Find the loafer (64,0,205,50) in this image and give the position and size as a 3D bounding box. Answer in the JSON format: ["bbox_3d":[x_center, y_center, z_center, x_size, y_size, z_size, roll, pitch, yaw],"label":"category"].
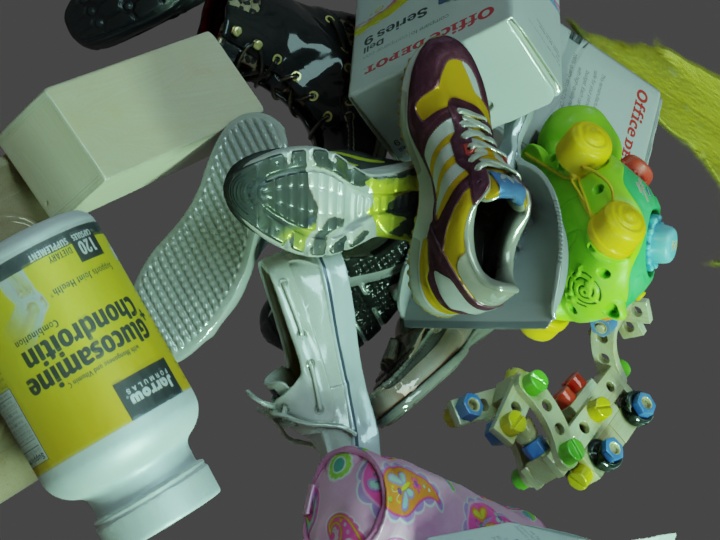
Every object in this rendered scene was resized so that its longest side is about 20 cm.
[{"bbox_3d":[-0.131,-0.228,1.288,0.200,0.070,0.068,-34,72,-1],"label":"loafer"}]

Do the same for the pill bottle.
[{"bbox_3d":[-0.171,0.072,1.070,0.112,0.112,0.201,-30,89,-39],"label":"pill bottle"}]

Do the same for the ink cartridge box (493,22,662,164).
[{"bbox_3d":[0.146,-0.135,1.451,0.199,0.086,0.147,32,53,-18],"label":"ink cartridge box"}]

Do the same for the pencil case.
[{"bbox_3d":[0.047,0.186,1.191,0.200,0.087,0.088,25,53,-45],"label":"pencil case"}]

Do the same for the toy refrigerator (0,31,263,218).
[{"bbox_3d":[-0.162,-0.104,1.217,0.076,0.070,0.200,54,35,1],"label":"toy refrigerator"}]

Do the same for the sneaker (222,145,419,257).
[{"bbox_3d":[-0.026,-0.050,1.206,0.199,0.084,0.075,3,97,-44],"label":"sneaker"}]

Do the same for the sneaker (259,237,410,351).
[{"bbox_3d":[0.000,0.000,1.306,0.199,0.080,0.074,-33,116,-26],"label":"sneaker"}]

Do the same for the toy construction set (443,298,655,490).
[{"bbox_3d":[0.166,0.096,1.351,0.131,0.092,0.200,48,61,-3],"label":"toy construction set"}]

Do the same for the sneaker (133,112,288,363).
[{"bbox_3d":[-0.101,-0.012,1.238,0.074,0.082,0.201,26,75,14],"label":"sneaker"}]

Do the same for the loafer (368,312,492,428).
[{"bbox_3d":[0.052,0.050,1.308,0.063,0.072,0.200,50,42,0],"label":"loafer"}]

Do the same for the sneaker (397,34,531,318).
[{"bbox_3d":[0.080,-0.070,1.176,0.075,0.090,0.202,2,81,-36],"label":"sneaker"}]

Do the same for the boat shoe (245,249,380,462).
[{"bbox_3d":[-0.042,0.085,1.210,0.086,0.075,0.203,-11,97,-18],"label":"boat shoe"}]

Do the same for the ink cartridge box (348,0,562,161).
[{"bbox_3d":[0.075,-0.194,1.320,0.088,0.145,0.201,48,31,-35],"label":"ink cartridge box"}]

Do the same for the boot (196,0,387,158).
[{"bbox_3d":[-0.054,-0.143,1.330,0.150,0.073,0.201,20,53,-25],"label":"boot"}]

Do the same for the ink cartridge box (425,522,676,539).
[{"bbox_3d":[0.113,0.250,1.190,0.199,0.163,0.057,-6,32,-38],"label":"ink cartridge box"}]

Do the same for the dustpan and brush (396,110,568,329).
[{"bbox_3d":[0.105,-0.054,1.261,0.057,0.139,0.201,52,50,-39],"label":"dustpan and brush"}]

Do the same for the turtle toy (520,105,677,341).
[{"bbox_3d":[0.176,-0.045,1.312,0.100,0.146,0.201,4,53,-29],"label":"turtle toy"}]

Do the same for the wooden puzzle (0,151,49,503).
[{"bbox_3d":[-0.248,0.042,1.131,0.185,0.046,0.201,-32,91,-39],"label":"wooden puzzle"}]
